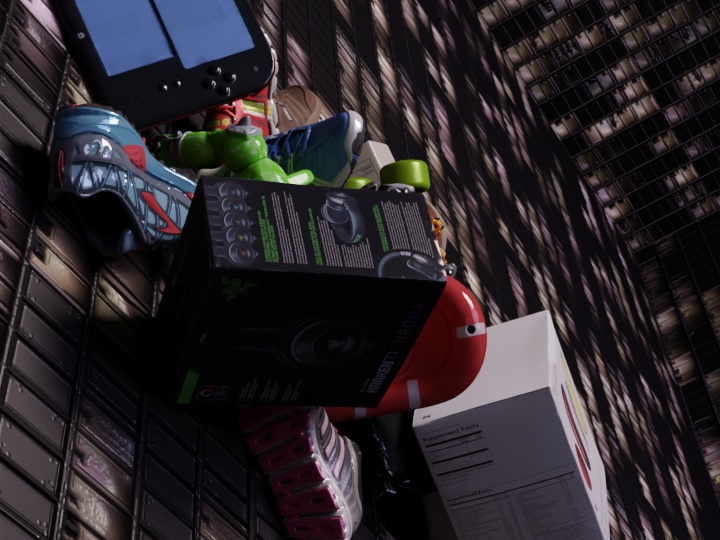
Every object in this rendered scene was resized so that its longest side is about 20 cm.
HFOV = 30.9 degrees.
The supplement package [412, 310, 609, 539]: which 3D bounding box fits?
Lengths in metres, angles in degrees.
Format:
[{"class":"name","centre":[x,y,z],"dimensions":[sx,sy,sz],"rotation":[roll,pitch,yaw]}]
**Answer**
[{"class":"supplement package","centre":[0.161,0.184,1.360],"dimensions":[0.192,0.146,0.201],"rotation":[-72,142,-67]}]

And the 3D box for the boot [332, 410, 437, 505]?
[{"class":"boot","centre":[0.013,0.144,1.333],"dimensions":[0.162,0.073,0.200],"rotation":[22,44,-59]}]

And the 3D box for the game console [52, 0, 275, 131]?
[{"class":"game console","centre":[-0.187,-0.236,1.208],"dimensions":[0.176,0.031,0.201],"rotation":[-21,81,-29]}]

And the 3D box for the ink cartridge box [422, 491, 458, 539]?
[{"class":"ink cartridge box","centre":[0.132,0.340,1.410],"dimensions":[0.146,0.048,0.201],"rotation":[47,25,-40]}]

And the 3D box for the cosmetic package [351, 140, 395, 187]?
[{"class":"cosmetic package","centre":[0.023,-0.043,1.569],"dimensions":[0.201,0.103,0.087],"rotation":[66,16,5]}]

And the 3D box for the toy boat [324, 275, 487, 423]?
[{"class":"toy boat","centre":[0.020,0.068,1.197],"dimensions":[0.131,0.198,0.132],"rotation":[140,-59,-85]}]

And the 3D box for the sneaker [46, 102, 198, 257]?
[{"class":"sneaker","centre":[-0.191,-0.046,1.063],"dimensions":[0.200,0.079,0.096],"rotation":[44,48,-48]}]

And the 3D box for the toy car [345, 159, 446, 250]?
[{"class":"toy car","centre":[-0.019,-0.030,1.386],"dimensions":[0.199,0.157,0.166],"rotation":[3,76,-51]}]

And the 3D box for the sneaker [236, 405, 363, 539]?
[{"class":"sneaker","centre":[-0.048,0.152,1.146],"dimensions":[0.202,0.073,0.087],"rotation":[70,19,6]}]

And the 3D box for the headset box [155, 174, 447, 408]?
[{"class":"headset box","centre":[-0.059,0.022,1.027],"dimensions":[0.198,0.175,0.093],"rotation":[4,49,-21]}]

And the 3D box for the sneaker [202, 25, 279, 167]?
[{"class":"sneaker","centre":[-0.126,-0.166,1.299],"dimensions":[0.085,0.076,0.202],"rotation":[-53,140,-50]}]

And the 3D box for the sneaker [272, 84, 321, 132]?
[{"class":"sneaker","centre":[-0.094,-0.181,1.491],"dimensions":[0.076,0.070,0.201],"rotation":[53,20,-24]}]

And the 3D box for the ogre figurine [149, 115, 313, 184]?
[{"class":"ogre figurine","centre":[-0.106,-0.053,1.176],"dimensions":[0.098,0.120,0.202],"rotation":[3,62,-48]}]

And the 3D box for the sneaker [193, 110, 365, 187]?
[{"class":"sneaker","centre":[-0.078,-0.095,1.229],"dimensions":[0.077,0.199,0.076],"rotation":[34,41,-34]}]

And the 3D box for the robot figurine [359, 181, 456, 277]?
[{"class":"robot figurine","centre":[0.000,0.000,1.310],"dimensions":[0.146,0.199,0.058],"rotation":[61,-23,-6]}]
